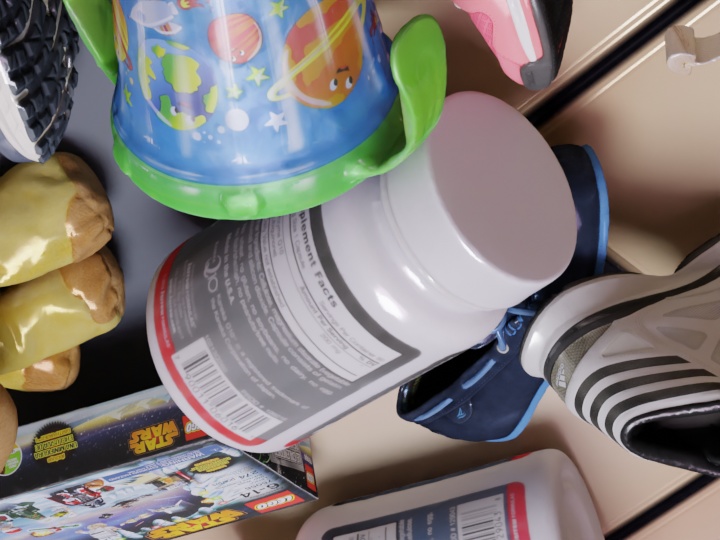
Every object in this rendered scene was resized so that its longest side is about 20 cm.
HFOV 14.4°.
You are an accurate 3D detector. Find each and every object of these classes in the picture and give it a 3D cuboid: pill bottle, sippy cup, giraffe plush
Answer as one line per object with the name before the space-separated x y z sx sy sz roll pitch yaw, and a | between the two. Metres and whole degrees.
pill bottle | 0.000 0.000 1.341 0.114 0.114 0.200 34 137 -27
pill bottle | 0.028 0.175 1.525 0.199 0.120 0.120 -15 131 16
sippy cup | -0.052 -0.114 1.241 0.177 0.140 0.131 -6 132 4
giraffe plush | -0.217 0.042 1.372 0.198 0.163 0.173 -1 134 1

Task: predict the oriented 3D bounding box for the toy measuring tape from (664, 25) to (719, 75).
toy measuring tape | 0.220 -0.146 1.256 0.199 0.074 0.074 -18 131 16

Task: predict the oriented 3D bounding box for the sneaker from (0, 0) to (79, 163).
sneaker | -0.195 -0.131 1.285 0.086 0.078 0.201 -9 127 25

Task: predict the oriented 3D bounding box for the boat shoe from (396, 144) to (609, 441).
boat shoe | 0.068 0.021 1.403 0.068 0.084 0.201 2 132 -17

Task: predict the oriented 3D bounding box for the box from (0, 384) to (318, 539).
box | -0.138 0.112 1.486 0.199 0.040 0.137 -17 158 16

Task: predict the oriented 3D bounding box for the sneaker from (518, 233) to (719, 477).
sneaker | 0.184 0.045 1.356 0.200 0.115 0.076 -17 139 -29

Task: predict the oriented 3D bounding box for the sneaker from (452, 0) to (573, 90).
sneaker | 0.035 -0.163 1.254 0.086 0.074 0.201 -6 130 26
